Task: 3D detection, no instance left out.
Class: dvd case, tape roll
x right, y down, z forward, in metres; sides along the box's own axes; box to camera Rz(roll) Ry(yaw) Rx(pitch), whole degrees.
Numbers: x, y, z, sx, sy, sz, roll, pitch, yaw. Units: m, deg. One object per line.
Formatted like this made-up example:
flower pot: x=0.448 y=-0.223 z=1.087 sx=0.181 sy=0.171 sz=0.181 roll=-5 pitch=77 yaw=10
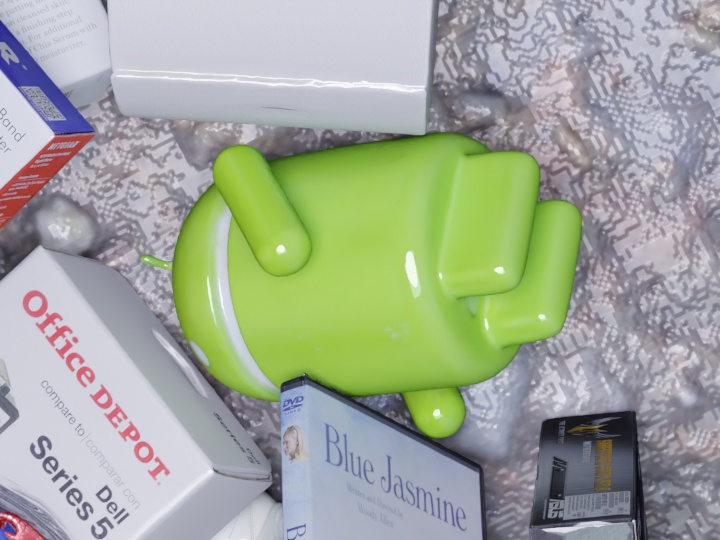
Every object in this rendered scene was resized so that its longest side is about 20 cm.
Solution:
dvd case: x=0.015 y=0.160 z=1.283 sx=0.018 sy=0.143 sz=0.200 roll=-21 pitch=58 yaw=32
tape roll: x=-0.031 y=-0.163 z=1.265 sx=0.139 sy=0.203 sz=0.203 roll=3 pitch=100 yaw=1

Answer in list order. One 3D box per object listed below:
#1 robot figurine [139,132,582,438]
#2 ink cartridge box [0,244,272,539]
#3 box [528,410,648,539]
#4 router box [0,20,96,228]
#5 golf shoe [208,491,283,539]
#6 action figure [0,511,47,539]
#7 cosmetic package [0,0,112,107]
robot figurine: x=0.000 y=0.000 z=1.318 sx=0.200 sy=0.175 sz=0.116 roll=-7 pitch=58 yaw=30
ink cartridge box: x=-0.165 y=0.107 z=1.357 sx=0.200 sy=0.084 sz=0.146 roll=-43 pitch=72 yaw=9
box: x=0.112 y=0.165 z=1.319 sx=0.048 sy=0.200 sz=0.158 roll=-6 pitch=99 yaw=7
router box: x=-0.245 y=-0.073 z=1.236 sx=0.179 sy=0.049 sz=0.200 roll=-44 pitch=81 yaw=15
golf shoe: x=-0.109 y=0.181 z=1.407 sx=0.097 sy=0.078 sz=0.200 roll=43 pitch=94 yaw=12
action figure: x=-0.166 y=0.137 z=1.285 sx=0.065 sy=0.052 sz=0.200 roll=-46 pitch=76 yaw=3
cosmetic package: x=-0.198 y=-0.157 z=1.301 sx=0.101 sy=0.071 sz=0.200 roll=-23 pitch=85 yaw=-20
